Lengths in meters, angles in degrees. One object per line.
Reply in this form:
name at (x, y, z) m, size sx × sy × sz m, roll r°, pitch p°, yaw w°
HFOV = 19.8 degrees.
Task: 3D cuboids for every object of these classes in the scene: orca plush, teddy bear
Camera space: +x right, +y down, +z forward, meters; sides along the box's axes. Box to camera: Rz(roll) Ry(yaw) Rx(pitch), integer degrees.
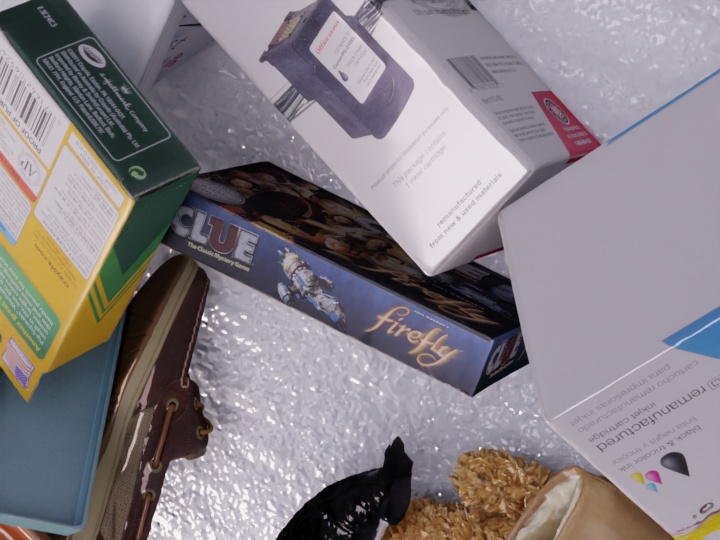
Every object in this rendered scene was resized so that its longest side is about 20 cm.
orca plush at (-0.033, 0.178, 1.161) m, size 0.200 × 0.070 × 0.106 m, roll -49°, pitch 51°, yaw 49°
teddy bear at (0.091, 0.165, 1.148) m, size 0.198 × 0.067 × 0.147 m, roll 3°, pitch 100°, yaw 22°

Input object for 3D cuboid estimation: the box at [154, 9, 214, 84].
box at (-0.204, -0.179, 1.205) m, size 0.176 × 0.097 × 0.201 m, roll -34°, pitch 84°, yaw 21°

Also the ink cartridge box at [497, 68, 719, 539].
ink cartridge box at (0.189, 0.037, 1.003) m, size 0.146 × 0.147 × 0.200 m, roll -33°, pitch 129°, yaw 21°

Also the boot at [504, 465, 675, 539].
boot at (0.141, 0.216, 1.086) m, size 0.199 × 0.066 × 0.176 m, roll 30°, pitch 97°, yaw -21°

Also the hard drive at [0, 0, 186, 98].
hard drive at (-0.146, -0.183, 1.117) m, size 0.131 × 0.027 × 0.201 m, roll 31°, pitch 109°, yaw 14°

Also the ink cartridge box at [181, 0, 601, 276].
ink cartridge box at (0.020, -0.104, 1.100) m, size 0.084 × 0.145 × 0.200 m, roll -45°, pitch 80°, yaw 20°

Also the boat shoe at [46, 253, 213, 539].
boat shoe at (-0.123, 0.092, 1.214) m, size 0.072 × 0.072 × 0.202 m, roll 25°, pitch 75°, yaw -23°

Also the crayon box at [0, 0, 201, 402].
crayon box at (-0.170, -0.036, 1.108) m, size 0.126 × 0.051 × 0.200 m, roll 51°, pitch 140°, yaw 13°

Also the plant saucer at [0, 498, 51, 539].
plant saucer at (-0.254, 0.204, 1.159) m, size 0.198 × 0.032 × 0.203 m, roll 0°, pitch 103°, yaw 0°

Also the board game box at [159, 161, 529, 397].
board game box at (0.000, 0.000, 1.127) m, size 0.199 × 0.135 × 0.035 m, roll 26°, pitch 105°, yaw 16°

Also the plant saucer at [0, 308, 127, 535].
plant saucer at (-0.177, 0.068, 1.176) m, size 0.069 × 0.201 × 0.019 m, roll 11°, pitch 134°, yaw -7°
